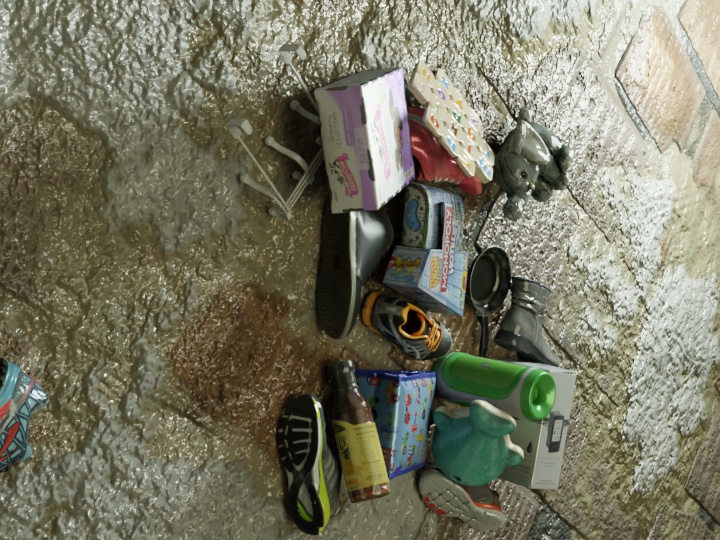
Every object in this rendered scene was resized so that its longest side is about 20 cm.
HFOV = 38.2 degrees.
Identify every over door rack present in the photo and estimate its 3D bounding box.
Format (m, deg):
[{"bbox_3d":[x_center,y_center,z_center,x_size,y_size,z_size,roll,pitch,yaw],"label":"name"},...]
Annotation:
[{"bbox_3d":[-0.108,-0.184,1.377,0.149,0.066,0.201,-59,150,-24],"label":"over door rack"}]

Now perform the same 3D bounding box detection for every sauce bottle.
[{"bbox_3d":[-0.008,0.232,1.508,0.066,0.066,0.202,2,68,-45],"label":"sauce bottle"}]

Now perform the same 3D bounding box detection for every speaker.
[{"bbox_3d":[0.211,0.184,1.664,0.088,0.199,0.090,-7,100,-44],"label":"speaker"}]

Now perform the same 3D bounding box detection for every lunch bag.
[{"bbox_3d":[0.067,0.233,1.615,0.199,0.093,0.152,8,87,-57],"label":"lunch bag"}]

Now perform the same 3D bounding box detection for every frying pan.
[{"bbox_3d":[0.222,0.051,1.779,0.114,0.031,0.192,-27,118,-40],"label":"frying pan"}]

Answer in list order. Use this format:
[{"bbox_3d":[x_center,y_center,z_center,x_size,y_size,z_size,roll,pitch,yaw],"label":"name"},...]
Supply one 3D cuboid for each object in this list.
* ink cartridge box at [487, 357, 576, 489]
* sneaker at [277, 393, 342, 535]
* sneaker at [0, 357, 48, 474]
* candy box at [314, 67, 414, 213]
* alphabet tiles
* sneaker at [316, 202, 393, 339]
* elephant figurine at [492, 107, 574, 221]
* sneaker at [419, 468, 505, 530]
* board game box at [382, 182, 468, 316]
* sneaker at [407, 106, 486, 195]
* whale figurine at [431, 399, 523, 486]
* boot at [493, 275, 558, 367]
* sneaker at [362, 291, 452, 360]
[{"bbox_3d":[0.276,0.257,1.779,0.083,0.144,0.202,12,87,-43],"label":"ink cartridge box"},{"bbox_3d":[-0.067,0.272,1.498,0.081,0.073,0.202,-23,114,-58],"label":"sneaker"},{"bbox_3d":[-0.402,0.203,1.132,0.095,0.079,0.202,37,69,-43],"label":"sneaker"},{"bbox_3d":[0.011,-0.185,1.450,0.200,0.071,0.170,-45,130,-65],"label":"candy box"},{"bbox_3d":[0.142,-0.228,1.594,0.200,0.015,0.196,49,28,-21],"label":"alphabet tiles"},{"bbox_3d":[0.000,0.000,1.516,0.106,0.074,0.203,3,92,-46],"label":"sneaker"},{"bbox_3d":[0.260,-0.177,1.709,0.199,0.154,0.143,-9,124,-53],"label":"elephant figurine"},{"bbox_3d":[0.168,0.370,1.754,0.200,0.077,0.083,39,37,-35],"label":"sneaker"},{"bbox_3d":[0.106,-0.029,1.588,0.199,0.061,0.203,0,95,-65],"label":"board game box"},{"bbox_3d":[0.117,-0.167,1.630,0.200,0.073,0.087,40,77,-33],"label":"sneaker"},{"bbox_3d":[0.179,0.273,1.631,0.104,0.158,0.200,-59,176,-27],"label":"whale figurine"},{"bbox_3d":[0.314,0.094,1.839,0.200,0.069,0.133,35,70,-53],"label":"boot"},{"bbox_3d":[0.087,0.094,1.616,0.199,0.077,0.079,27,74,-45],"label":"sneaker"}]
